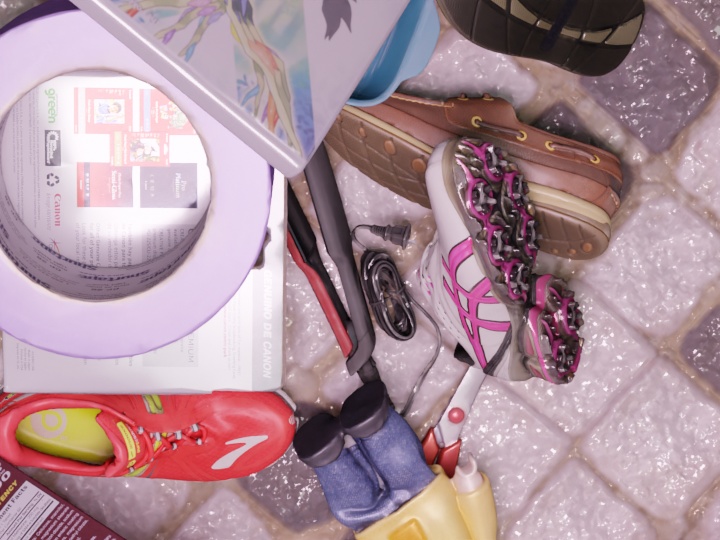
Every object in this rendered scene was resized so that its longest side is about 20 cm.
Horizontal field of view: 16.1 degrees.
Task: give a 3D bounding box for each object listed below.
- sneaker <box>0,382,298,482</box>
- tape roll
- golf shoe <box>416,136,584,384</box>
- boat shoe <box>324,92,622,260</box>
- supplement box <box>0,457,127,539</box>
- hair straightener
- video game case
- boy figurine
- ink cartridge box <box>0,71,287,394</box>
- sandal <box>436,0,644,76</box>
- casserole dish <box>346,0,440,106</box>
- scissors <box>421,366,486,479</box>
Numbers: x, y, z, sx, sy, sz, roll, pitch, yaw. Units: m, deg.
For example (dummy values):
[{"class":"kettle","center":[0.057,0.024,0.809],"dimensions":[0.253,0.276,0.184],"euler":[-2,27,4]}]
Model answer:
[{"class":"sneaker","center":[-0.137,0.106,1.595],"dimensions":[0.198,0.085,0.078],"euler":[0,104,-3]},{"class":"tape roll","center":[-0.148,-0.056,1.470],"dimensions":[0.198,0.085,0.202],"euler":[0,102,0]},{"class":"golf shoe","center":[0.067,0.000,1.545],"dimensions":[0.091,0.073,0.201],"euler":[1,138,26]},{"class":"boat shoe","center":[0.069,-0.074,1.582],"dimensions":[0.199,0.072,0.068],"euler":[22,67,0]},{"class":"supplement box","center":[-0.154,0.202,1.551],"dimensions":[0.199,0.109,0.061],"euler":[29,69,29]},{"class":"hair straightener","center":[0.000,0.000,1.591],"dimensions":[0.076,0.041,0.201],"euler":[-16,106,20]},{"class":"video game case","center":[-0.068,-0.182,1.424],"dimensions":[0.200,0.022,0.183],"euler":[39,63,-15]},{"class":"boy figurine","center":[0.033,0.171,1.615],"dimensions":[0.124,0.064,0.201],"euler":[-30,108,5]},{"class":"ink cartridge box","center":[-0.130,-0.030,1.562],"dimensions":[0.174,0.084,0.202],"euler":[2,103,0]},{"class":"sandal","center":[0.097,-0.167,1.524],"dimensions":[0.080,0.057,0.200],"euler":[-55,144,9]},{"class":"casserole dish","center":[-0.046,-0.171,1.468],"dimensions":[0.199,0.039,0.122],"euler":[29,68,-18]},{"class":"scissors","center":[0.050,0.102,1.641],"dimensions":[0.073,0.014,0.202],"euler":[11,103,-4]}]
